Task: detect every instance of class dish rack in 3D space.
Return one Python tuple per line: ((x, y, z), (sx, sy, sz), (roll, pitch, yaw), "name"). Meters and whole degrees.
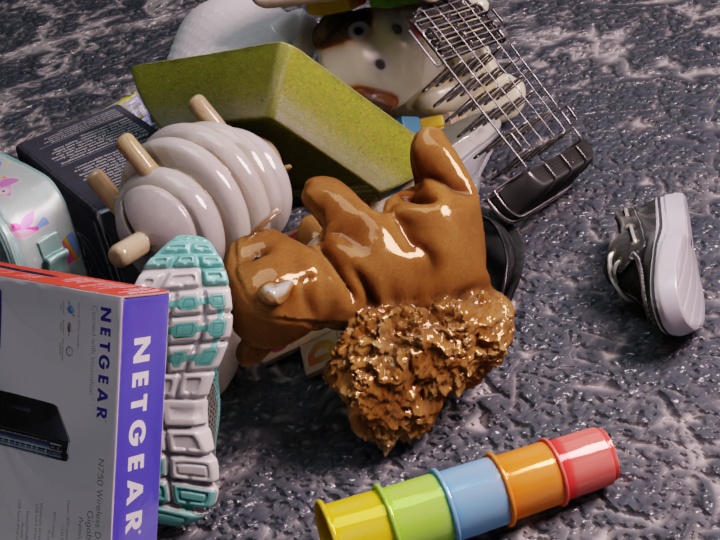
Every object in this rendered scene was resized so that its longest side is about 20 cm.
((0.115, -0.147, 1.342), (0.055, 0.200, 0.153), (-39, -6, 31), "dish rack")

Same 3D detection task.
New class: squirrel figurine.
((0.002, 0.024, 1.102), (0.186, 0.142, 0.201), (-18, 68, -33), "squirrel figurine")

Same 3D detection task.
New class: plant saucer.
((-0.068, -0.111, 1.283), (0.199, 0.200, 0.048), (-1, 66, 44), "plant saucer")

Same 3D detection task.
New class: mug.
((-0.112, -0.180, 1.521), (0.200, 0.147, 0.176), (-37, 27, 32), "mug")

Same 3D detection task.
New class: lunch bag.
((-0.276, 0.005, 1.235), (0.077, 0.201, 0.160), (-30, 36, -26), "lunch bag")

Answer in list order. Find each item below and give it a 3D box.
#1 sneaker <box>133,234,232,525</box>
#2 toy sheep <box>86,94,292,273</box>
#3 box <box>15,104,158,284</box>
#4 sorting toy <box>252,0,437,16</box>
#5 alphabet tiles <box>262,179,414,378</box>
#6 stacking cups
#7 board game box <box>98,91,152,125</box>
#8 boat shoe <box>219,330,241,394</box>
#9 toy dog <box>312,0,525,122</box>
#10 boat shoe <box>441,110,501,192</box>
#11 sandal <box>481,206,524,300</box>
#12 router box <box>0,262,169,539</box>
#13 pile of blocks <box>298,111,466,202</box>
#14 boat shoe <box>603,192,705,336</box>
((-0.131, 0.072, 1.085), (0.077, 0.201, 0.091), (6, 8, -6), "sneaker")
((-0.125, -0.050, 1.160), (0.137, 0.139, 0.200), (10, 32, 34), "toy sheep")
((-0.198, -0.036, 1.330), (0.107, 0.149, 0.200), (-25, 32, -22), "box")
((0.028, -0.267, 1.419), (0.199, 0.037, 0.185), (6, 25, 36), "sorting toy")
((0.000, 0.000, 1.256), (0.199, 0.006, 0.167), (-26, 43, 9), "alphabet tiles")
((0.073, 0.153, 1.004), (0.199, 0.061, 0.061), (-13, 29, -12), "stacking cups")
((-0.311, -0.079, 1.481), (0.200, 0.062, 0.200), (-39, 13, -28), "board game box")
((-0.158, 0.090, 1.189), (0.068, 0.072, 0.200), (6, 43, 28), "boat shoe")
((0.035, -0.201, 1.482), (0.193, 0.140, 0.200), (-18, -9, 28), "toy dog")
((0.068, -0.068, 1.370), (0.070, 0.072, 0.201), (-6, 31, 48), "boat shoe")
((0.097, -0.003, 1.248), (0.075, 0.048, 0.201), (5, 35, 2), "sandal")
((-0.217, 0.101, 1.048), (0.179, 0.201, 0.049), (7, 8, 32), "router box")
((0.006, -0.100, 1.445), (0.199, 0.062, 0.082), (-13, -9, 9), "pile of blocks")
((0.226, 0.000, 1.204), (0.071, 0.072, 0.200), (-14, 18, 16), "boat shoe")
